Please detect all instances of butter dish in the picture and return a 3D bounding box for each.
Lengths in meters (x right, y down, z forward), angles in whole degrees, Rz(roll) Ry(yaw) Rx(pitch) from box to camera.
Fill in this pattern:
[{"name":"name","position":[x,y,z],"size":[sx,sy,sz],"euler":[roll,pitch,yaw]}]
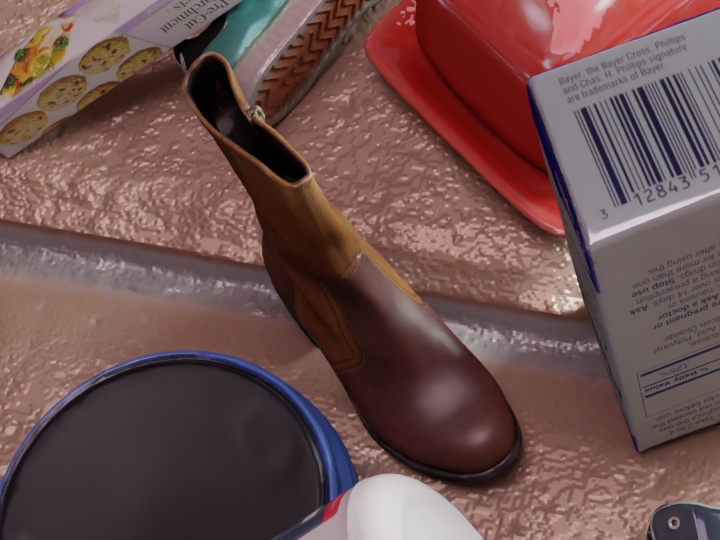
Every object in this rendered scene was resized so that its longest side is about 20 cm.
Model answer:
[{"name":"butter dish","position":[0.116,-0.157,1.116],"size":[0.199,0.148,0.200],"euler":[-37,57,-10]}]

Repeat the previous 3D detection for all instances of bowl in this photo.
[{"name":"bowl","position":[-0.099,0.132,1.061],"size":[0.199,0.039,0.202],"euler":[-7,58,11]}]

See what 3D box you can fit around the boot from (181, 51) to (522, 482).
[{"name":"boot","position":[0.000,0.000,1.018],"size":[0.068,0.200,0.189],"euler":[-32,57,-6]}]

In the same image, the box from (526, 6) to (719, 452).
[{"name":"box","position":[0.190,-0.028,0.986],"size":[0.183,0.200,0.105],"euler":[-20,55,2]}]

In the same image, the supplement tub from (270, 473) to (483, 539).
[{"name":"supplement tub","position":[-0.028,0.195,0.917],"size":[0.199,0.140,0.141],"euler":[-34,54,18]}]

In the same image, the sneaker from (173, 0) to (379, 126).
[{"name":"sneaker","position":[-0.032,-0.180,1.213],"size":[0.080,0.071,0.200],"euler":[32,73,24]}]

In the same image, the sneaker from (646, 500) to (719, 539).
[{"name":"sneaker","position":[0.128,0.191,0.940],"size":[0.201,0.077,0.147],"euler":[-18,60,0]}]

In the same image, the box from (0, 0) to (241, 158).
[{"name":"box","position":[-0.146,-0.136,1.197],"size":[0.199,0.041,0.039],"euler":[-31,53,19]}]
